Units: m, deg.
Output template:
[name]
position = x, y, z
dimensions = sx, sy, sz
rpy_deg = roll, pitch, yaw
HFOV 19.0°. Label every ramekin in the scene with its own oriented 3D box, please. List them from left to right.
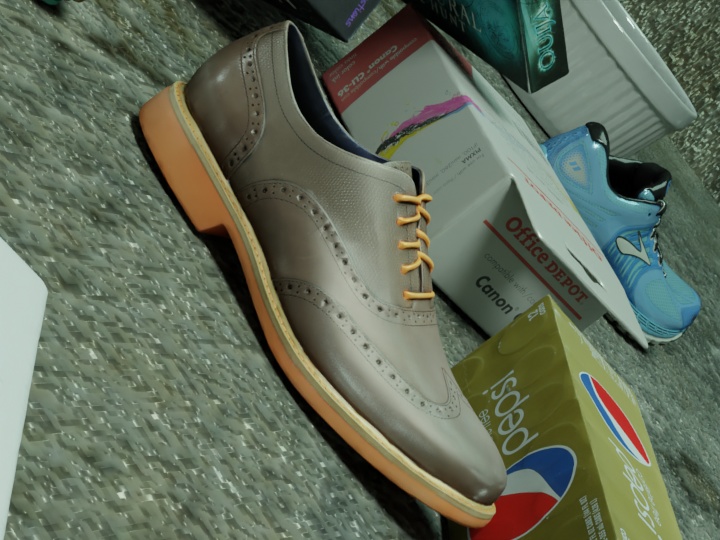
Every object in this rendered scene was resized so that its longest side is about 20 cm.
[ramekin]
position = 0.187, -0.179, 1.836
dimensions = 0.200, 0.105, 0.200
rpy_deg = 49, 14, -17

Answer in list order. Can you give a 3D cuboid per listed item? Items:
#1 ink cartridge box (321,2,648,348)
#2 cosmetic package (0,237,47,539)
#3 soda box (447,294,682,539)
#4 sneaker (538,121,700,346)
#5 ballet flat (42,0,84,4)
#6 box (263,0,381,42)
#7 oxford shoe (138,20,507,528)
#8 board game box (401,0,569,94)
[ink cartridge box]
position = 0.062, -0.032, 1.093
dimensions = 0.116, 0.067, 0.200
rpy_deg = 42, 15, -39
[cosmetic package]
position = -0.111, 0.029, 0.314
dimensions = 0.101, 0.071, 0.200
rpy_deg = 48, 14, -20
[soda box]
position = 0.075, 0.090, 0.814
dimensions = 0.064, 0.068, 0.200
rpy_deg = 48, 14, -19
[sneaker]
position = 0.180, -0.024, 1.434
dimensions = 0.200, 0.090, 0.078
rpy_deg = 43, 16, -40
[ballet flat]
position = -0.121, -0.180, 0.845
dimensions = 0.071, 0.065, 0.200
rpy_deg = 40, 18, -47
[box]
position = -0.060, -0.217, 0.996
dimensions = 0.200, 0.106, 0.122
rpy_deg = 43, -5, -38
[oxford shoe]
position = 0.000, 0.000, 0.775
dimensions = 0.200, 0.073, 0.071
rpy_deg = 55, 14, 9
[board game box]
position = 0.031, -0.191, 1.110
dimensions = 0.200, 0.028, 0.135
rpy_deg = 41, -27, 44
